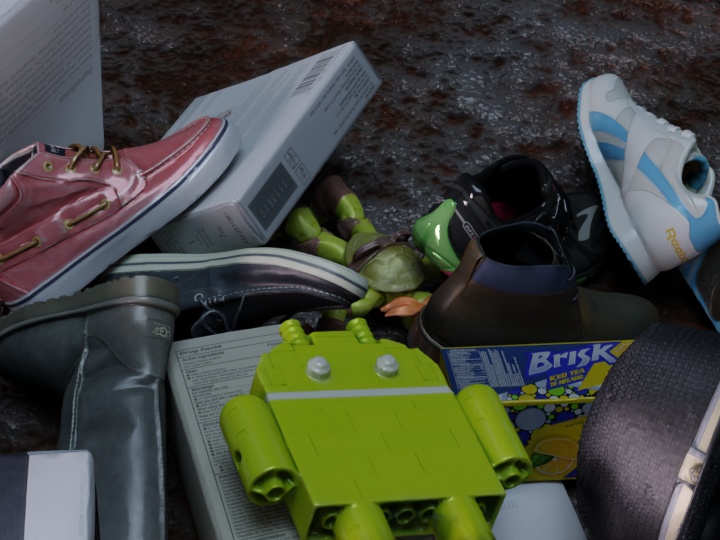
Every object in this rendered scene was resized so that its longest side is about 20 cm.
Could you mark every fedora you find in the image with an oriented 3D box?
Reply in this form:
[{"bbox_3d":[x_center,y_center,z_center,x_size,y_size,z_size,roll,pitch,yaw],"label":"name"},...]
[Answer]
[{"bbox_3d":[0.186,0.105,1.060,0.091,0.201,0.201,22,48,21],"label":"fedora"}]

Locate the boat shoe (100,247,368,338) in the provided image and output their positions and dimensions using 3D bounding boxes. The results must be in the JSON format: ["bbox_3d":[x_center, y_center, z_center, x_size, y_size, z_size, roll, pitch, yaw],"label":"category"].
[{"bbox_3d":[-0.086,0.022,1.177,0.199,0.075,0.063,-2,72,25],"label":"boat shoe"}]

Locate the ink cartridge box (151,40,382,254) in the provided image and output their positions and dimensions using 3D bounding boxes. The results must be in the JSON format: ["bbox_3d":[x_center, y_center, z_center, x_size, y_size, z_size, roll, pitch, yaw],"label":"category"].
[{"bbox_3d":[-0.097,-0.077,1.291,0.173,0.044,0.200,-15,30,41],"label":"ink cartridge box"}]

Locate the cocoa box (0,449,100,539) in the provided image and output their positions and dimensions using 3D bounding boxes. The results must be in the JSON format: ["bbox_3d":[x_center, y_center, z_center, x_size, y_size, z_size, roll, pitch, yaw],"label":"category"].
[{"bbox_3d":[-0.200,0.206,0.921,0.130,0.201,0.134,-2,46,-6],"label":"cocoa box"}]

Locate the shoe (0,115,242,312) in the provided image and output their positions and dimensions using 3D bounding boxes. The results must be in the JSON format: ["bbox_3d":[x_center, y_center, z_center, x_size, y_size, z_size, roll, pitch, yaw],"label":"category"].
[{"bbox_3d":[-0.179,-0.061,1.197,0.200,0.091,0.071,-40,20,-10],"label":"shoe"}]

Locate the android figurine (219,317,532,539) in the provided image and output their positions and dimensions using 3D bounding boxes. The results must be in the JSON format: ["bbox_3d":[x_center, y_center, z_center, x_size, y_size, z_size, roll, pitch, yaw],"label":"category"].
[{"bbox_3d":[0.007,0.098,1.034,0.181,0.041,0.200,1,40,-23],"label":"android figurine"}]

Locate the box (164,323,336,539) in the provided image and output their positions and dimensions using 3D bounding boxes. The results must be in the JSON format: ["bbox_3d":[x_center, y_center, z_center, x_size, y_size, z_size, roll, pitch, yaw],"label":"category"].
[{"bbox_3d":[-0.058,0.128,1.080,0.094,0.078,0.200,-9,40,-12],"label":"box"}]

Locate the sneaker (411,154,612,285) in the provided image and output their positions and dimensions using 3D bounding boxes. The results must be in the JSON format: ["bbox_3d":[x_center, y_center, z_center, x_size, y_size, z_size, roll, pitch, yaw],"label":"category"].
[{"bbox_3d":[0.123,-0.036,1.245,0.199,0.084,0.077,-6,44,-50],"label":"sneaker"}]

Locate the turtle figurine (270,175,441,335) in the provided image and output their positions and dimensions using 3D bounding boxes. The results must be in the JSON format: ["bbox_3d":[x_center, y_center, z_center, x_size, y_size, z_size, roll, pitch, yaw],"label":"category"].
[{"bbox_3d":[0.000,0.000,1.237,0.200,0.065,0.161,-31,55,-30],"label":"turtle figurine"}]

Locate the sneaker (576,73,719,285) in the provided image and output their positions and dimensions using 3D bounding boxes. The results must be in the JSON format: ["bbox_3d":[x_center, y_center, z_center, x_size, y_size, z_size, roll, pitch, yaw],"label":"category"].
[{"bbox_3d":[0.214,-0.077,1.303,0.080,0.077,0.201,-26,44,15],"label":"sneaker"}]

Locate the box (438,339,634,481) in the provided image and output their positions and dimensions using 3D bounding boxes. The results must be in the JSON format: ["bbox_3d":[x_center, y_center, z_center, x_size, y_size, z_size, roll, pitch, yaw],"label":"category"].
[{"bbox_3d":[0.151,0.090,1.153,0.199,0.070,0.064,-2,34,-7],"label":"box"}]

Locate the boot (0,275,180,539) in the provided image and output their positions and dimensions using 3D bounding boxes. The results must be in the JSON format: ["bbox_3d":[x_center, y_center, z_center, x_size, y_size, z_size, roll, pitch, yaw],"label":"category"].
[{"bbox_3d":[-0.177,0.116,1.097,0.072,0.181,0.201,15,64,-40],"label":"boot"}]

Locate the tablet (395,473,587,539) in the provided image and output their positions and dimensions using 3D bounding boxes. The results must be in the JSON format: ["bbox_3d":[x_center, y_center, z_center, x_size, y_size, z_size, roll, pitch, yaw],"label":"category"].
[{"bbox_3d":[0.049,0.191,1.090,0.199,0.014,0.130,-8,47,-13],"label":"tablet"}]

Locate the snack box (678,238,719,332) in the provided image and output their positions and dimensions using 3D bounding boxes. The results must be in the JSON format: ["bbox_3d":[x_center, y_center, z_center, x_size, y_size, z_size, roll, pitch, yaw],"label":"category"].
[{"bbox_3d":[0.314,-0.028,1.207,0.037,0.200,0.116,15,35,-35],"label":"snack box"}]

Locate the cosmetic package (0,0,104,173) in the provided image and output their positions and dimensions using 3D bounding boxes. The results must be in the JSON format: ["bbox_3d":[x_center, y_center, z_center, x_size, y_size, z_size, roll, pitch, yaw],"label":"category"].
[{"bbox_3d":[-0.295,-0.144,1.256,0.167,0.201,0.167,22,47,16],"label":"cosmetic package"}]

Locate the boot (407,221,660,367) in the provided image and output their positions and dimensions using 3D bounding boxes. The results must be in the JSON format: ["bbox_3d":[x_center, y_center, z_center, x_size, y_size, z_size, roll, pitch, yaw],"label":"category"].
[{"bbox_3d":[0.136,0.019,1.189,0.199,0.097,0.075,-4,47,-29],"label":"boot"}]
